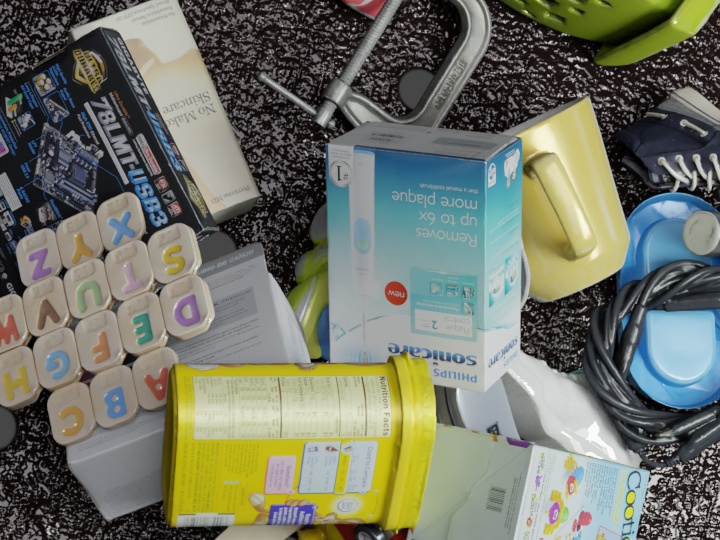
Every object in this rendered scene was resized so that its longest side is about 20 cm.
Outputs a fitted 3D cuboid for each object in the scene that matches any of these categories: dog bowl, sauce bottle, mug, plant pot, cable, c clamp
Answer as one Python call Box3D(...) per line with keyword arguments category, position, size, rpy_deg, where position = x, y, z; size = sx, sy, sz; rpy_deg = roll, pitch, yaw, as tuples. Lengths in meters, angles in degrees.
Box3D(category="dog bowl", position=(0.288, 0.031, 1.820), size=(0.111, 0.050, 0.200), rpy_deg=(1, 79, -12))
Box3D(category="sauce bottle", position=(0.365, -0.029, 1.791), size=(0.200, 0.065, 0.065), rpy_deg=(6, 76, -46))
Box3D(category="mug", position=(0.160, -0.052, 1.753), size=(0.187, 0.149, 0.153), rpy_deg=(-33, 99, -60))
Box3D(category="plant pot", position=(0.248, -0.307, 1.801), size=(0.181, 0.200, 0.199), rpy_deg=(39, 74, -11))
Box3D(category="cable", position=(0.296, 0.072, 1.769), size=(0.200, 0.051, 0.163), rpy_deg=(-34, 83, -13))
Box3D(category="c clamp", position=(0.028, -0.198, 1.788), size=(0.171, 0.027, 0.200), rpy_deg=(41, 79, -23))

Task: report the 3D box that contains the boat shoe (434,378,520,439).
Box3D(category="boat shoe", position=(0.107, 0.169, 1.748), size=(0.073, 0.065, 0.200), rpy_deg=(-19, 105, -32))

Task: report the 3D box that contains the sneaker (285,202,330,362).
Box3D(category="sneaker", position=(0.000, 0.000, 1.763), size=(0.105, 0.076, 0.200), rpy_deg=(35, 74, -23))

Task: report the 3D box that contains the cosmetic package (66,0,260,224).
Box3D(category="cosmetic package", position=(-0.176, -0.131, 1.739), size=(0.105, 0.071, 0.200), rpy_deg=(-24, 85, -14))

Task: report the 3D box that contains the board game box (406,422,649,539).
Box3D(category="board game box", position=(0.142, 0.197, 1.642), size=(0.200, 0.103, 0.105), rpy_deg=(19, 82, -53))

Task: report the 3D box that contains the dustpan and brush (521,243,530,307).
Box3D(category="dustpan and brush", position=(0.104, 0.026, 1.737), size=(0.139, 0.200, 0.057), rpy_deg=(-11, 58, 25))

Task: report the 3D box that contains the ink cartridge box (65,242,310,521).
Box3D(category="ink cartridge box", position=(-0.145, 0.090, 1.651), size=(0.200, 0.084, 0.176), rpy_deg=(-21, 43, 7))

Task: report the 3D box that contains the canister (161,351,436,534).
Box3D(category="canister", position=(-0.051, 0.136, 1.537), size=(0.200, 0.149, 0.087), rpy_deg=(0, 40, -10))

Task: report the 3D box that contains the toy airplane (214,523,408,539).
Box3D(category="toy airplane", position=(-0.035, 0.195, 1.686), size=(0.200, 0.141, 0.199), rpy_deg=(4, 47, -7))

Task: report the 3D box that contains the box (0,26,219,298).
Box3D(category="box", position=(-0.252, -0.075, 1.682), size=(0.198, 0.050, 0.200), rpy_deg=(-29, 86, 12))

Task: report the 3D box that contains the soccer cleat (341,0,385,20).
Box3D(category="soccer cleat", position=(0.041, -0.324, 1.830), size=(0.073, 0.068, 0.200), rpy_deg=(41, 73, -22))

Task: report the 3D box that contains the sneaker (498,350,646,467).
Box3D(category="sneaker", position=(0.179, 0.114, 1.772), size=(0.200, 0.075, 0.089), rpy_deg=(45, 63, -17))

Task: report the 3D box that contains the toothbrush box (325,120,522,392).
Box3D(category="toothbrush box", position=(0.053, -0.013, 1.632), size=(0.146, 0.085, 0.200), rpy_deg=(9, 112, 24))

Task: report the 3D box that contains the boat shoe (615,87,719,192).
Box3D(category="boat shoe", position=(0.316, -0.093, 1.792), size=(0.093, 0.200, 0.075), rpy_deg=(-32, 126, -11))

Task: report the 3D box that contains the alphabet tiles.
Box3D(category="alphabet tiles", position=(-0.217, 0.037, 1.608), size=(0.200, 0.015, 0.196), rpy_deg=(-22, 64, 14))
